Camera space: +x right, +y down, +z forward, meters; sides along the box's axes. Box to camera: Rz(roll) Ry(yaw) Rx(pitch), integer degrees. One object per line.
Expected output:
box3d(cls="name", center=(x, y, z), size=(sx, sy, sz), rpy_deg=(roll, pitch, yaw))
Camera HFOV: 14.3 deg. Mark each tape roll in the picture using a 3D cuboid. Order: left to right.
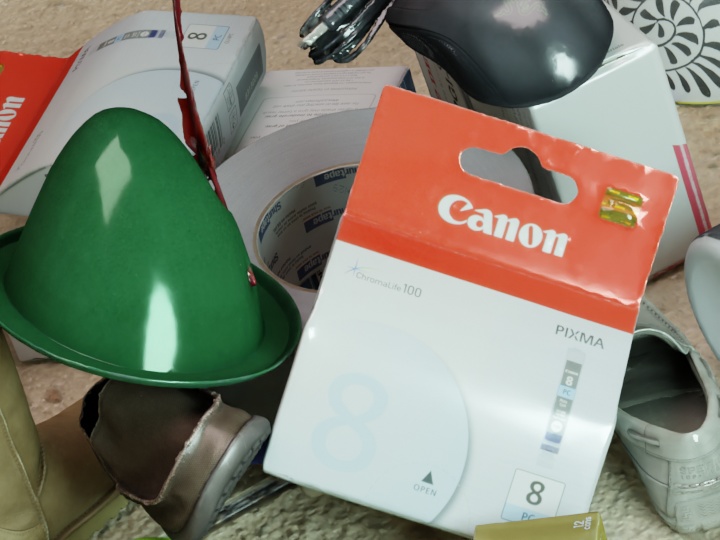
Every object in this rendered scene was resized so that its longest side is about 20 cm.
box3d(cls="tape roll", center=(0.000, 0.000, 1.536), size=(0.199, 0.066, 0.201), rpy_deg=(-8, 42, 7))

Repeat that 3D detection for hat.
box3d(cls="hat", center=(-0.104, -0.065, 1.415), size=(0.165, 0.177, 0.200), rpy_deg=(-9, 32, -38))

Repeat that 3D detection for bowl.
box3d(cls="bowl", center=(0.227, -0.197, 1.780), size=(0.200, 0.095, 0.201), rpy_deg=(-11, 35, 8))

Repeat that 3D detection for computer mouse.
box3d(cls="computer mouse", center=(0.057, -0.148, 1.567), size=(0.138, 0.053, 0.200), rpy_deg=(-40, 37, -14))

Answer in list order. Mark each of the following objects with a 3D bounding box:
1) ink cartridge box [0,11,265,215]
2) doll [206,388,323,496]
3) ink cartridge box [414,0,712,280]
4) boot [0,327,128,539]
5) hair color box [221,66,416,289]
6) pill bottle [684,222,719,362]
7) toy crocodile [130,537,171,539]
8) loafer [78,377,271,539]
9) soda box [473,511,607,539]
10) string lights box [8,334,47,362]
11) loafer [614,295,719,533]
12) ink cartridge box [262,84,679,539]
box3d(cls="ink cartridge box", center=(-0.173, -0.097, 1.713), size=(0.199, 0.047, 0.160), rpy_deg=(6, 40, 14))
box3d(cls="doll", center=(-0.013, 0.075, 1.542), size=(0.199, 0.049, 0.137), rpy_deg=(1, 39, 26))
box3d(cls="ink cartridge box", center=(0.107, -0.095, 1.641), size=(0.084, 0.146, 0.200), rpy_deg=(-27, 35, -8))
box3d(cls="boot", center=(-0.186, 0.058, 1.507), size=(0.066, 0.201, 0.175), rpy_deg=(4, 39, 30))
box3d(cls="hair color box", center=(-0.038, -0.041, 1.706), size=(0.099, 0.061, 0.200), rpy_deg=(-1, 37, 23))
box3d(cls="pill bottle", center=(0.275, -0.016, 1.490), size=(0.199, 0.107, 0.106), rpy_deg=(-29, 35, -18))
box3d(cls="toy crocodile", center=(-0.063, 0.167, 1.421), size=(0.199, 0.068, 0.062), rpy_deg=(0, 4, 25))
box3d(cls="loafer", center=(-0.104, 0.087, 1.434), size=(0.073, 0.071, 0.200), rpy_deg=(-58, 14, -12))
box3d(cls="soda box", center=(0.080, 0.201, 1.305), size=(0.064, 0.068, 0.200), rpy_deg=(-8, 35, 15))
box3d(cls="string lights box", center=(-0.138, -0.031, 1.738), size=(0.102, 0.059, 0.200), rpy_deg=(-3, 37, 20))
box3d(cls="loafer", center=(0.148, 0.054, 1.479), size=(0.070, 0.070, 0.200), rpy_deg=(-21, 34, -7))
box3d(cls="ink cartridge box", center=(0.056, 0.027, 1.413), size=(0.159, 0.201, 0.047), rpy_deg=(17, 4, 0))
